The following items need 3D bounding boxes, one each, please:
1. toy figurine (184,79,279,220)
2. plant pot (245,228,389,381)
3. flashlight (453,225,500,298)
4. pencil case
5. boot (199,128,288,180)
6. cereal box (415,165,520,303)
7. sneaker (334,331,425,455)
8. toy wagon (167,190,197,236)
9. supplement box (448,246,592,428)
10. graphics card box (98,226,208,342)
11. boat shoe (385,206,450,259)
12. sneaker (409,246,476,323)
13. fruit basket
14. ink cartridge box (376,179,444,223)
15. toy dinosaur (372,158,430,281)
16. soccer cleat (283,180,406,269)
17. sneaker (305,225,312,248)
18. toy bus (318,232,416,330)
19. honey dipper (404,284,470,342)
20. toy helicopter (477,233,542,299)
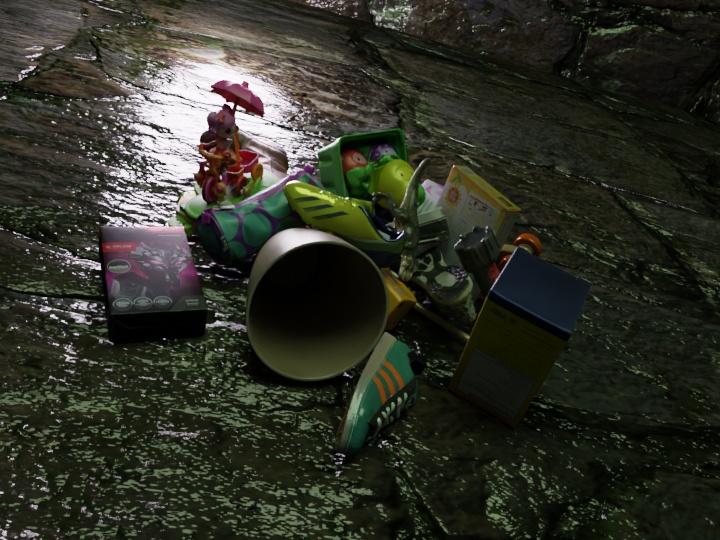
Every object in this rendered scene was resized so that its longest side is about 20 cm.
[{"bbox_3d":[-0.214,-0.205,0.964,0.148,0.187,0.201,17,37,17],"label":"toy figurine"},{"bbox_3d":[-0.078,0.017,0.836,0.184,0.191,0.200,4,20,-20],"label":"plant pot"},{"bbox_3d":[0.218,0.018,0.946,0.067,0.202,0.068,-1,43,38],"label":"flashlight"},{"bbox_3d":[-0.148,-0.086,0.927,0.198,0.094,0.085,-31,41,-31],"label":"pencil case"},{"bbox_3d":[-0.222,-0.202,1.167,0.185,0.069,0.201,20,26,-22],"label":"boot"},{"bbox_3d":[0.170,-0.052,1.013,0.039,0.203,0.144,-3,38,-36],"label":"cereal box"},{"bbox_3d":[0.032,0.158,0.758,0.079,0.072,0.201,26,38,5],"label":"sneaker"},{"bbox_3d":[-0.242,-0.094,1.002,0.154,0.040,0.198,30,40,33],"label":"toy wagon"},{"bbox_3d":[0.209,0.092,0.808,0.108,0.202,0.110,28,44,16],"label":"supplement box"},{"bbox_3d":[-0.292,0.011,0.836,0.123,0.052,0.201,0,38,-27],"label":"graphics card box"},{"bbox_3d":[0.055,-0.047,1.025,0.197,0.065,0.071,-17,2,22],"label":"boat shoe"},{"bbox_3d":[0.127,0.030,0.976,0.076,0.090,0.200,-30,25,-3],"label":"sneaker"},{"bbox_3d":[0.040,-0.196,1.199,0.211,0.159,0.216,-7,13,2],"label":"fruit basket"},{"bbox_3d":[0.151,-0.127,1.262,0.197,0.044,0.197,25,34,8],"label":"ink cartridge box"},{"bbox_3d":[0.059,-0.083,0.968,0.086,0.204,0.047,6,-8,5],"label":"toy dinosaur"},{"bbox_3d":[-0.020,-0.082,0.882,0.198,0.084,0.065,34,34,1],"label":"soccer cleat"},{"bbox_3d":[-0.112,-0.088,1.032,0.072,0.089,0.201,6,35,-17],"label":"sneaker"},{"bbox_3d":[0.000,0.000,0.944,0.200,0.065,0.078,49,16,25],"label":"toy bus"},{"bbox_3d":[0.125,0.077,0.955,0.198,0.038,0.038,32,35,17],"label":"honey dipper"},{"bbox_3d":[0.223,0.004,1.056,0.197,0.134,0.079,11,43,37],"label":"toy helicopter"}]
